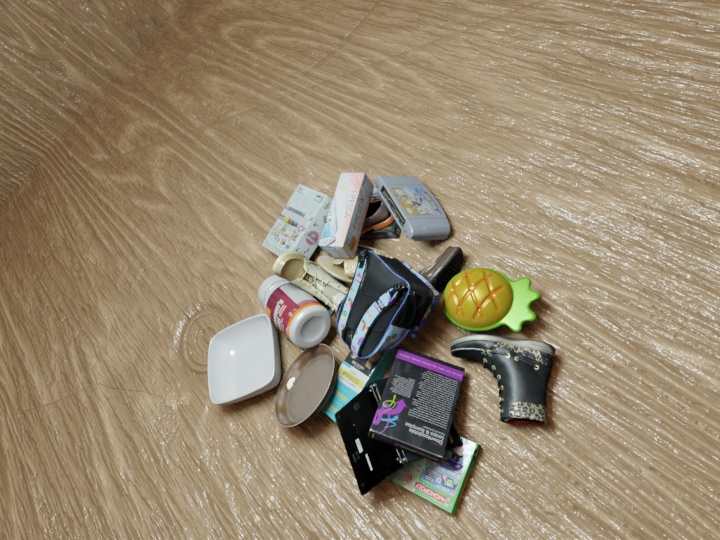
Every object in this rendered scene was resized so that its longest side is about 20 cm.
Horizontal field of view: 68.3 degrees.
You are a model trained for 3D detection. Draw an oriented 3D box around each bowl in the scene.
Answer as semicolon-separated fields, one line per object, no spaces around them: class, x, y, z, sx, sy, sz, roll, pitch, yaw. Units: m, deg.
bowl;-0.280;0.227;1.319;0.199;0.075;0.201;-23;56;16

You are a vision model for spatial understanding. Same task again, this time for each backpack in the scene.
backpack;0.046;0.084;1.120;0.183;0.134;0.201;42;111;46

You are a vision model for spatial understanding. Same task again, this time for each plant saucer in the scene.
plant saucer;-0.119;0.263;1.199;0.200;0.032;0.201;-36;32;27

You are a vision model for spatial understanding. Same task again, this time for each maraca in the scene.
maraca;0.262;0.061;1.083;0.199;0.107;0.138;7;75;32

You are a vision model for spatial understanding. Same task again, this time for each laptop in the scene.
laptop;0.067;0.318;1.063;0.200;0.103;0.178;-45;48;25

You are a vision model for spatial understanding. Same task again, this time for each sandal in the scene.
sandal;0.002;-0.002;1.238;0.211;0.078;0.070;32;121;11

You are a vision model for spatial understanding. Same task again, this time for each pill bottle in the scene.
pill bottle;-0.163;0.092;1.274;0.110;0.110;0.200;-50;44;-4

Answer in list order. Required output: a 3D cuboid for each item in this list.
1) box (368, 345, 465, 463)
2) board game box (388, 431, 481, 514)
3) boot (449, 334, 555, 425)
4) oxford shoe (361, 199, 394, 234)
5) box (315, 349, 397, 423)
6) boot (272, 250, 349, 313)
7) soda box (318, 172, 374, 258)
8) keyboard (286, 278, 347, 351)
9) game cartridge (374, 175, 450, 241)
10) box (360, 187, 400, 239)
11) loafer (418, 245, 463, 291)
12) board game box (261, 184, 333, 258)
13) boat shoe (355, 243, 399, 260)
box;0.112;0.254;1.031;0.142;0.036;0.201;19;48;9
board game box;0.120;0.366;1.045;0.199;0.029;0.135;16;74;35
boot;0.264;0.208;1.017;0.202;0.074;0.155;1;63;22
oxford shoe;-0.016;-0.123;1.314;0.199;0.073;0.072;-25;56;16
box;-0.007;0.239;1.173;0.082;0.049;0.201;26;79;37
boot;-0.100;0.031;1.231;0.154;0.200;0.072;37;95;31
soda box;-0.031;-0.131;1.240;0.068;0.064;0.201;4;66;28
keyboard;-0.125;0.094;1.339;0.127;0.021;0.201;24;77;36
game cartridge;0.128;-0.154;1.267;0.201;0.132;0.042;62;145;32
box;0.015;-0.148;1.381;0.199;0.038;0.137;-1;65;29
loafer;0.149;0.017;1.192;0.200;0.073;0.071;-47;53;-1
board game box;-0.160;-0.118;1.420;0.147;0.064;0.201;29;85;49
boat shoe;0.036;-0.016;1.280;0.199;0.065;0.072;20;75;36
